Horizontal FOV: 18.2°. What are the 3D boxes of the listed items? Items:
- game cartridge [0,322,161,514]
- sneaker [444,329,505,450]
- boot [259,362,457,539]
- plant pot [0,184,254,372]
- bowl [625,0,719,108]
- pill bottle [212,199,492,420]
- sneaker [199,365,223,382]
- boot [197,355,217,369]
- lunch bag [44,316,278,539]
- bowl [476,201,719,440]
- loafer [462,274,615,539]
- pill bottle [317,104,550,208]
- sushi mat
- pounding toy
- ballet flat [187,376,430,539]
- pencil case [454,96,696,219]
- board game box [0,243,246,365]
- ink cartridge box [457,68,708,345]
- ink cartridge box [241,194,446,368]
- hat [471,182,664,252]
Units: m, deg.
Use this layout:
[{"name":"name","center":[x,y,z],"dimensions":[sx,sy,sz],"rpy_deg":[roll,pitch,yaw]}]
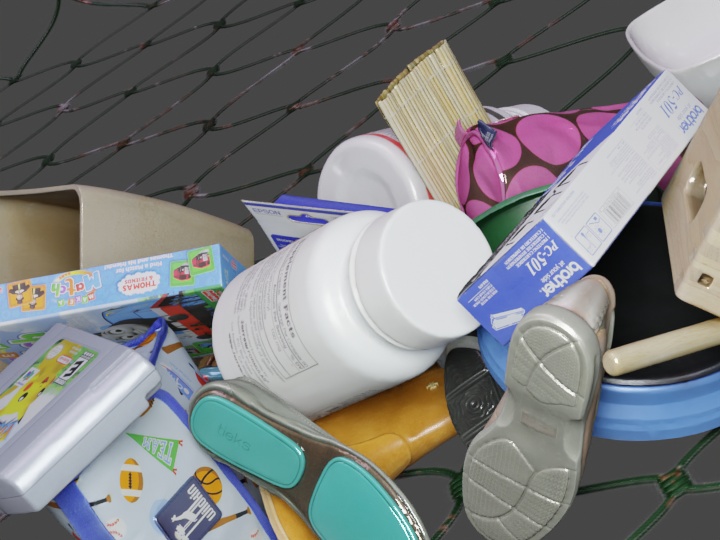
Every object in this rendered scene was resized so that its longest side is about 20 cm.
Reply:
[{"name":"game cartridge","center":[-0.210,0.096,1.456],"dimensions":[0.133,0.040,0.200],"rpy_deg":[-48,20,-14]},{"name":"sneaker","center":[0.104,0.069,1.513],"dimensions":[0.076,0.115,0.201],"rpy_deg":[-37,51,16]},{"name":"boot","center":[0.008,0.125,1.521],"dimensions":[0.144,0.071,0.201],"rpy_deg":[-22,24,6]},{"name":"plant pot","center":[-0.193,0.034,1.835],"dimensions":[0.177,0.201,0.200],"rpy_deg":[-1,0,-33]},{"name":"bowl","center":[0.332,-0.198,1.858],"dimensions":[0.199,0.075,0.200],"rpy_deg":[-29,18,3]},{"name":"pill bottle","center":[-0.003,0.024,1.460],"dimensions":[0.114,0.114,0.200],"rpy_deg":[-43,10,-35]},{"name":"sneaker","center":[-0.095,0.117,1.679],"dimensions":[0.199,0.079,0.096],"rpy_deg":[-21,24,28]},{"name":"boot","center":[-0.016,0.055,1.742],"dimensions":[0.200,0.066,0.175],"rpy_deg":[-8,29,45]},{"name":"lunch bag","center":[-0.136,0.152,1.509],"dimensions":[0.124,0.170,0.200],"rpy_deg":[-30,17,16]},{"name":"bowl","center":[0.174,0.026,1.423],"dimensions":[0.200,0.039,0.201],"rpy_deg":[-2,40,2]},{"name":"loafer","center":[0.113,0.086,1.329],"dimensions":[0.072,0.200,0.063],"rpy_deg":[31,48,17]},{"name":"pill bottle","center":[0.072,-0.067,1.775],"dimensions":[0.200,0.114,0.114],"rpy_deg":[-17,5,-43]},{"name":"sushi mat","center":[0.086,-0.071,1.700],"dimensions":[0.012,0.200,0.096],"rpy_deg":[-11,27,47]},{"name":"pounding toy","center":[0.251,-0.006,1.318],"dimensions":[0.200,0.184,0.143],"rpy_deg":[-79,13,-66]},{"name":"ballet flat","center":[-0.022,0.129,1.438],"dimensions":[0.064,0.200,0.068],"rpy_deg":[-16,-44,-60]},{"name":"pencil case","center":[0.170,-0.083,1.673],"dimensions":[0.199,0.091,0.094],"rpy_deg":[-8,51,-22]},{"name":"board game box","center":[-0.169,0.034,1.616],"dimensions":[0.199,0.037,0.151],"rpy_deg":[-9,-19,14]},{"name":"ink cartridge box","center":[0.140,-0.041,1.387],"dimensions":[0.094,0.044,0.200],"rpy_deg":[-45,2,43]},{"name":"ink cartridge box","center":[0.000,0.000,1.589],"dimensions":[0.099,0.200,0.039],"rpy_deg":[8,60,29]},{"name":"hat","center":[0.159,0.042,1.585],"dimensions":[0.165,0.177,0.200],"rpy_deg":[-22,-20,16]}]
